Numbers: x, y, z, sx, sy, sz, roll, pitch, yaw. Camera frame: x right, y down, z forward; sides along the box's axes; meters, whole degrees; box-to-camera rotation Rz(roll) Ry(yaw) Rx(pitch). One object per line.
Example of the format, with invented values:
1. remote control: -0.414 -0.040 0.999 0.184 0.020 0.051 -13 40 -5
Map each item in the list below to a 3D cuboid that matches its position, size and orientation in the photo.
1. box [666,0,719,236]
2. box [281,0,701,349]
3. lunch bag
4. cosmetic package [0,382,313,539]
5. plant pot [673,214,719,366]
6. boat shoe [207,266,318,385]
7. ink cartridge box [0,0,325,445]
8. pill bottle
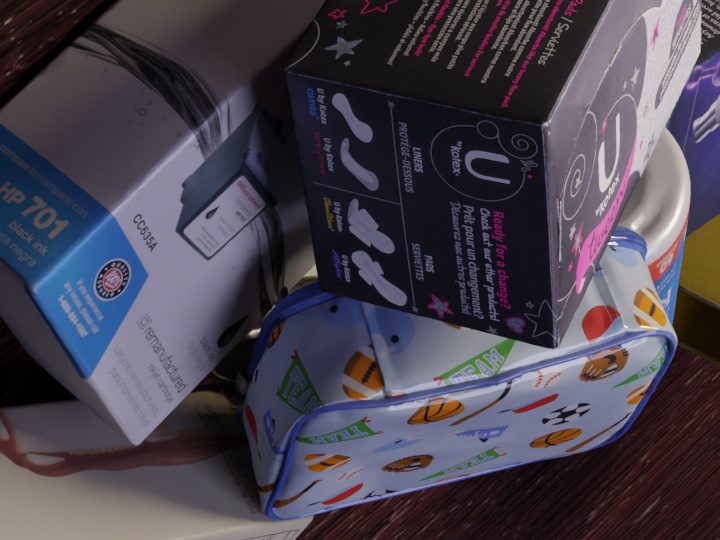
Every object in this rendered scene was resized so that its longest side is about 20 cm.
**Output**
1. box: 0.190 -0.117 1.220 0.200 0.104 0.148 -33 146 -32
2. box: 0.066 -0.088 0.902 0.132 0.115 0.200 81 31 -45
3. lunch bag: 0.037 0.051 0.986 0.200 0.076 0.160 -10 156 -15
4. cosmetic package: -0.133 0.120 0.994 0.200 0.087 0.103 -2 144 -51
5. plant pot: 0.302 -0.029 1.398 0.200 0.195 0.194 -57 151 -6
6. boat shoe: -0.018 0.040 1.071 0.072 0.061 0.201 -34 162 27
7. ink cartridge box: -0.076 -0.045 0.936 0.200 0.086 0.147 -44 150 -13
8. pill bottle: 0.112 0.004 1.126 0.112 0.112 0.200 -42 155 -18
